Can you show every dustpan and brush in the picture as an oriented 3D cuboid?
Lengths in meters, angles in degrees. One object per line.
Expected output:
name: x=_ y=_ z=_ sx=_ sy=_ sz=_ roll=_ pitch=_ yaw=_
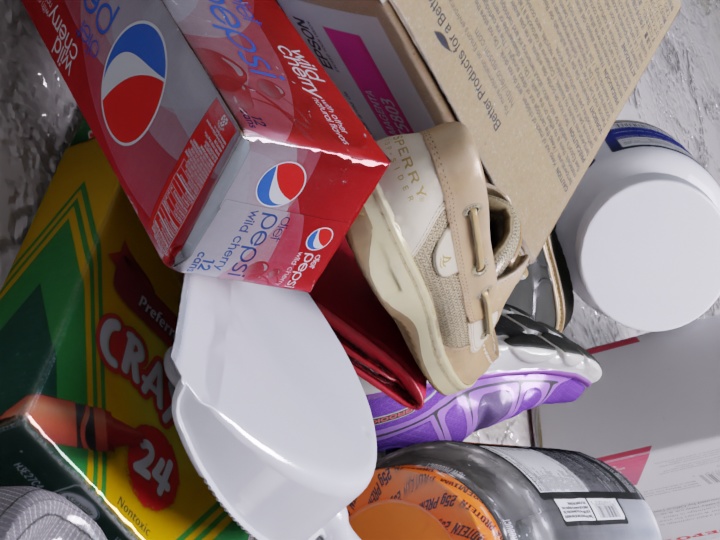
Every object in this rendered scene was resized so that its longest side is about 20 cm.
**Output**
dustpan and brush: x=-0.023 y=0.074 z=0.635 sx=0.200 sy=0.057 sz=0.140 roll=47 pitch=22 yaw=-26

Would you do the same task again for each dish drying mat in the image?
dish drying mat: x=0.000 y=0.000 z=0.785 sx=0.077 sy=0.018 sz=0.200 roll=35 pitch=17 yaw=-13

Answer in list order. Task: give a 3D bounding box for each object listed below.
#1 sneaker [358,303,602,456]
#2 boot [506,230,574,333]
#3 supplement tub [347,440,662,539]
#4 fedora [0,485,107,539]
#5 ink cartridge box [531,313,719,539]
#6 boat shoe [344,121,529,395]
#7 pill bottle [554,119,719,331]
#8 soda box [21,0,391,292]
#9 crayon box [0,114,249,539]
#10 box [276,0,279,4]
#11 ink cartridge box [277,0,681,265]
sneaker: x=0.047 y=0.061 z=0.851 sx=0.199 sy=0.080 sz=0.084 roll=-1 pitch=116 yaw=-45
boot: x=0.062 y=-0.024 z=0.949 sx=0.201 sy=0.077 sz=0.138 roll=65 pitch=32 yaw=-12
supplement tub: x=0.062 y=0.145 z=0.784 sx=0.199 sy=0.122 sz=0.124 roll=13 pitch=63 yaw=-59
fedora: x=-0.121 y=0.131 z=0.472 sx=0.177 sy=0.090 sz=0.201 roll=50 pitch=34 yaw=-38
ink cartridge box: x=0.221 y=0.114 z=1.084 sx=0.200 sy=0.145 sz=0.084 roll=36 pitch=44 yaw=-51
boat shoe: x=0.041 y=-0.001 z=0.683 sx=0.200 sy=0.064 sz=0.072 roll=54 pitch=12 yaw=-68
pill bottle: x=0.182 y=-0.031 z=1.073 sx=0.200 sy=0.115 sz=0.117 roll=-76 pitch=144 yaw=-77
soda box: x=-0.069 y=-0.083 z=0.623 sx=0.070 sy=0.064 sz=0.201 roll=9 pitch=36 yaw=-40
crayon box: x=-0.085 y=0.030 z=0.650 sx=0.127 sy=0.050 sz=0.201 roll=53 pitch=32 yaw=-33
box: x=-0.030 y=-0.136 z=0.782 sx=0.200 sy=0.036 sz=0.144 roll=-47 pitch=158 yaw=-59
ink cartridge box: x=0.056 y=-0.129 z=0.718 sx=0.165 sy=0.075 sz=0.200 roll=-56 pitch=141 yaw=-19
